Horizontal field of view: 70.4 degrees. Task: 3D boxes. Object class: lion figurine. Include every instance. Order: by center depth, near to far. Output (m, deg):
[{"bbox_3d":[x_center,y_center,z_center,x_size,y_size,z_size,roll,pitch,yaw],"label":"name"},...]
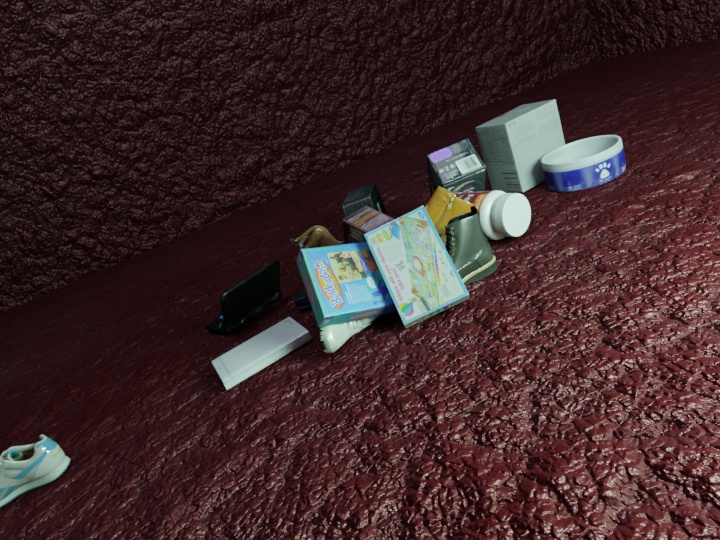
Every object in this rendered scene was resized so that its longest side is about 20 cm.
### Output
[{"bbox_3d":[-0.081,-0.064,1.366,0.123,0.199,0.073,-53,4,19],"label":"lion figurine"}]

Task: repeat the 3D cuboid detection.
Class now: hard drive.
[{"bbox_3d":[-0.214,0.172,1.096,0.199,0.027,0.132,-29,21,-20],"label":"hard drive"}]

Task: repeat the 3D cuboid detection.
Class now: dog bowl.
[{"bbox_3d":[0.585,-0.282,1.345,0.198,0.079,0.200,-20,19,7],"label":"dog bowl"}]

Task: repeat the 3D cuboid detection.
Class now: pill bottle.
[{"bbox_3d":[0.292,-0.131,1.209,0.114,0.115,0.199,-32,21,-27],"label":"pill bottle"}]

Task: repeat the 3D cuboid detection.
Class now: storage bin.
[{"bbox_3d":[0.020,-0.182,1.604,0.093,0.136,0.200,-17,20,13],"label":"storage bin"}]

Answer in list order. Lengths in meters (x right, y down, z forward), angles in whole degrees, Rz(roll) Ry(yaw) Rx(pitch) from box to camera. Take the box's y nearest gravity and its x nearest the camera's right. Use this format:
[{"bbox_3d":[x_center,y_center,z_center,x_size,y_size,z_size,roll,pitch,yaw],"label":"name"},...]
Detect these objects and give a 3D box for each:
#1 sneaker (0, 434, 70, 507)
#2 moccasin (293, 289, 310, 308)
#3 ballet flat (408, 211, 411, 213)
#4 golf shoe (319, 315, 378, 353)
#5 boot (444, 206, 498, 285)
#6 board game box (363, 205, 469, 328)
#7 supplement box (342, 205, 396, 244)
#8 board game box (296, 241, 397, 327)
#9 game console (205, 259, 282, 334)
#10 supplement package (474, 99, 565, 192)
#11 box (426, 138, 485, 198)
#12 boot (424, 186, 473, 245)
[{"bbox_3d":[-0.654,0.378,0.949,0.198,0.081,0.076,-27,21,-10],"label":"sneaker"},{"bbox_3d":[-0.089,0.023,1.286,0.199,0.069,0.080,-33,22,-28],"label":"moccasin"},{"bbox_3d":[0.150,-0.124,1.427,0.068,0.069,0.200,-3,24,15],"label":"ballet flat"},{"bbox_3d":[-0.015,0.092,1.024,0.096,0.079,0.200,-6,26,23],"label":"golf shoe"},{"bbox_3d":[0.173,-0.028,1.032,0.199,0.140,0.077,-30,21,-18],"label":"boot"},{"bbox_3d":[0.105,-0.009,0.987,0.133,0.202,0.034,-25,-20,3],"label":"board game box"},{"bbox_3d":[0.056,-0.054,1.164,0.199,0.111,0.085,30,49,35],"label":"supplement box"},{"bbox_3d":[-0.011,0.020,1.012,0.198,0.153,0.045,-7,-28,-27],"label":"board game box"},{"bbox_3d":[-0.312,0.065,1.348,0.175,0.117,0.200,-1,28,45],"label":"game console"},{"bbox_3d":[0.471,-0.359,1.489,0.190,0.202,0.147,-27,19,-17],"label":"supplement package"},{"bbox_3d":[0.254,-0.225,1.350,0.121,0.201,0.107,-22,60,0],"label":"box"},{"bbox_3d":[0.155,-0.130,1.200,0.199,0.146,0.071,22,7,20],"label":"boot"}]
